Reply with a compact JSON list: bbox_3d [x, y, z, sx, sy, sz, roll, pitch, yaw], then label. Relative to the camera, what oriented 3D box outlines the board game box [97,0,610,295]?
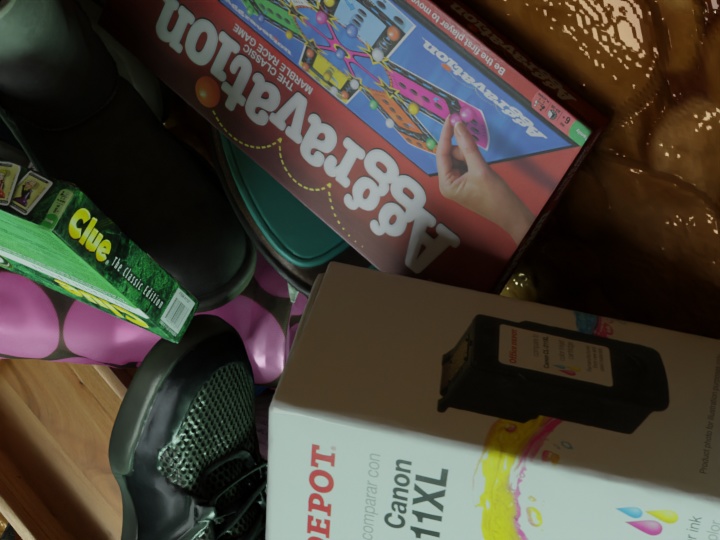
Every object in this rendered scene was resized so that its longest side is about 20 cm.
[{"bbox_3d":[-0.010,-0.076,0.666,0.200,0.019,0.103,41,125,16],"label":"board game box"}]

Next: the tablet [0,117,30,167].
[{"bbox_3d":[-0.237,-0.119,0.842,0.130,0.014,0.200,27,-165,-40],"label":"tablet"}]

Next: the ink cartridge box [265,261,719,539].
[{"bbox_3d":[0.068,0.094,0.632,0.198,0.083,0.147,11,130,9],"label":"ink cartridge box"}]

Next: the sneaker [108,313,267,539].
[{"bbox_3d":[-0.051,0.116,0.744,0.114,0.076,0.201,30,128,30],"label":"sneaker"}]

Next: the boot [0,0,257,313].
[{"bbox_3d":[-0.113,-0.074,0.672,0.182,0.073,0.200,44,166,8],"label":"boot"}]

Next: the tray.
[{"bbox_3d":[-0.120,0.107,0.865,0.200,0.037,0.099,48,109,11],"label":"tray"}]

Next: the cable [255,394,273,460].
[{"bbox_3d":[-0.013,0.157,0.942,0.199,0.069,0.201,18,138,45],"label":"cable"}]

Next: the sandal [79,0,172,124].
[{"bbox_3d":[-0.174,-0.125,0.841,0.200,0.057,0.080,36,149,23],"label":"sandal"}]

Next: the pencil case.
[{"bbox_3d":[-0.116,0.010,0.804,0.198,0.092,0.094,8,-176,3],"label":"pencil case"}]

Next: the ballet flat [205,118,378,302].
[{"bbox_3d":[0.000,0.000,0.722,0.200,0.068,0.069,53,162,17],"label":"ballet flat"}]

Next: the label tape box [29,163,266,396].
[{"bbox_3d":[-0.148,0.002,0.950,0.199,0.063,0.145,9,131,50],"label":"label tape box"}]

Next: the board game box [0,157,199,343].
[{"bbox_3d":[-0.165,-0.031,0.698,0.199,0.024,0.105,21,163,28],"label":"board game box"}]

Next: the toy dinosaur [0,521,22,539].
[{"bbox_3d":[-0.169,0.112,1.033,0.200,0.136,0.102,50,152,-2],"label":"toy dinosaur"}]
